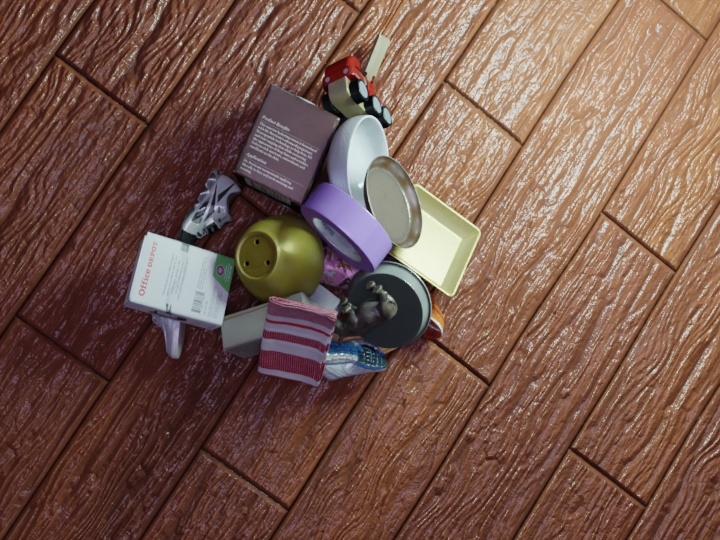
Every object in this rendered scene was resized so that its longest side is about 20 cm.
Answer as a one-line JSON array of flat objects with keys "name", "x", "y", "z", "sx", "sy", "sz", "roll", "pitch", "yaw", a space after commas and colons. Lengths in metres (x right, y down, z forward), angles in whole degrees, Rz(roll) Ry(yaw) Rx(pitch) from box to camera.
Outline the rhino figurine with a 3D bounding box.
[{"name": "rhino figurine", "x": -0.007, "y": 0.099, "z": 1.358, "sx": 0.197, "sy": 0.061, "sz": 0.088, "roll": -31, "pitch": 118, "yaw": 26}]

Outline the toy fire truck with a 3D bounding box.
[{"name": "toy fire truck", "x": 0.001, "y": -0.424, "z": 1.408, "sx": 0.126, "sy": 0.175, "sz": 0.206, "roll": -16, "pitch": 67, "yaw": 26}]

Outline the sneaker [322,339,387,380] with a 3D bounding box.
[{"name": "sneaker", "x": -0.036, "y": 0.206, "z": 1.419, "sx": 0.194, "sy": 0.076, "sz": 0.088, "roll": 8, "pitch": 125, "yaw": -16}]

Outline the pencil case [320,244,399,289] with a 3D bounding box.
[{"name": "pencil case", "x": 0.000, "y": 0.000, "z": 1.445, "sx": 0.193, "sy": 0.084, "sz": 0.088, "roll": 12, "pitch": 122, "yaw": -7}]

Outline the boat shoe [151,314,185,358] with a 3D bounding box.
[{"name": "boat shoe", "x": -0.421, "y": 0.088, "z": 1.399, "sx": 0.066, "sy": 0.072, "sz": 0.207, "roll": -1, "pitch": 90, "yaw": -4}]

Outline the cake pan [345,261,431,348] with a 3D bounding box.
[{"name": "cake pan", "x": 0.056, "y": 0.082, "z": 1.390, "sx": 0.194, "sy": 0.037, "sz": 0.207, "roll": 6, "pitch": 112, "yaw": 14}]

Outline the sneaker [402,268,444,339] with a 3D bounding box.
[{"name": "sneaker", "x": 0.128, "y": 0.067, "z": 1.439, "sx": 0.071, "sy": 0.078, "sz": 0.202, "roll": -15, "pitch": 126, "yaw": 24}]

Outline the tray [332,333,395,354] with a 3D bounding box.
[{"name": "tray", "x": 0.013, "y": 0.155, "z": 1.467, "sx": 0.195, "sy": 0.037, "sz": 0.101, "roll": -25, "pitch": 92, "yaw": -5}]

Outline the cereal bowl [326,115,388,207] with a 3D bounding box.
[{"name": "cereal bowl", "x": -0.014, "y": -0.226, "z": 1.368, "sx": 0.081, "sy": 0.199, "sz": 0.207, "roll": 6, "pitch": 89, "yaw": 28}]

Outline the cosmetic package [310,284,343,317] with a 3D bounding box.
[{"name": "cosmetic package", "x": -0.123, "y": 0.133, "z": 1.430, "sx": 0.082, "sy": 0.051, "sz": 0.202, "roll": 34, "pitch": 86, "yaw": 24}]

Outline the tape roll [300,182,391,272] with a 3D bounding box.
[{"name": "tape roll", "x": -0.029, "y": -0.086, "z": 1.316, "sx": 0.199, "sy": 0.200, "sz": 0.066, "roll": 41, "pitch": 79, "yaw": -5}]

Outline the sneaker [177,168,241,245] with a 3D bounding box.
[{"name": "sneaker", "x": -0.331, "y": -0.114, "z": 1.408, "sx": 0.087, "sy": 0.074, "sz": 0.204, "roll": 30, "pitch": 87, "yaw": -4}]

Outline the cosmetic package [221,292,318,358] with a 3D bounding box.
[{"name": "cosmetic package", "x": -0.190, "y": 0.120, "z": 1.374, "sx": 0.194, "sy": 0.104, "sz": 0.075, "roll": -18, "pitch": 67, "yaw": 12}]

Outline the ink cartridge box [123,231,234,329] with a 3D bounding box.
[{"name": "ink cartridge box", "x": -0.377, "y": 0.025, "z": 1.342, "sx": 0.195, "sy": 0.083, "sz": 0.151, "roll": 19, "pitch": 71, "yaw": -26}]

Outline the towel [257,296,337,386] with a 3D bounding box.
[{"name": "towel", "x": -0.133, "y": 0.151, "z": 1.312, "sx": 0.139, "sy": 0.023, "sz": 0.204, "roll": 12, "pitch": 123, "yaw": -5}]

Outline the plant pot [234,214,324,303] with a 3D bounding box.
[{"name": "plant pot", "x": -0.189, "y": -0.025, "z": 1.356, "sx": 0.193, "sy": 0.142, "sz": 0.207, "roll": -1, "pitch": 87, "yaw": 17}]

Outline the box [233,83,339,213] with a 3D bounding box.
[{"name": "box", "x": -0.159, "y": -0.255, "z": 1.384, "sx": 0.162, "sy": 0.164, "sz": 0.205, "roll": 25, "pitch": 87, "yaw": -5}]

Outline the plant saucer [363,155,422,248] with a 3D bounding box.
[{"name": "plant saucer", "x": 0.065, "y": -0.142, "z": 1.361, "sx": 0.031, "sy": 0.198, "sz": 0.206, "roll": -16, "pitch": 93, "yaw": 36}]

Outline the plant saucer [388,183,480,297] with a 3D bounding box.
[{"name": "plant saucer", "x": 0.155, "y": -0.063, "z": 1.451, "sx": 0.197, "sy": 0.048, "sz": 0.203, "roll": 34, "pitch": 60, "yaw": -6}]
